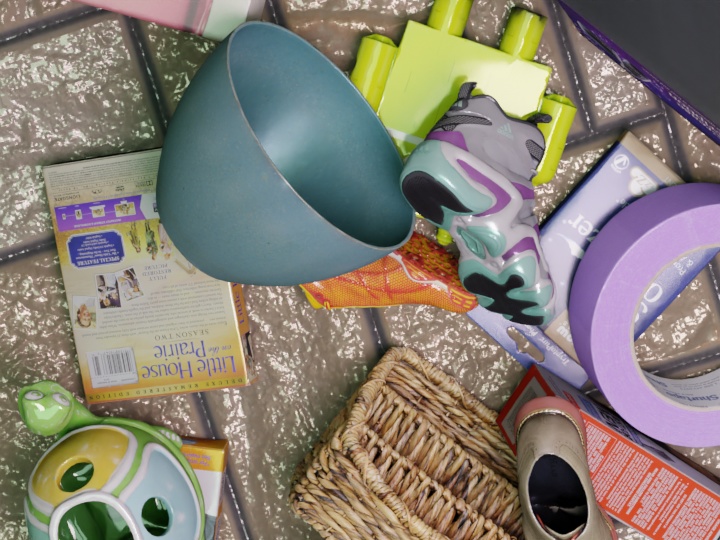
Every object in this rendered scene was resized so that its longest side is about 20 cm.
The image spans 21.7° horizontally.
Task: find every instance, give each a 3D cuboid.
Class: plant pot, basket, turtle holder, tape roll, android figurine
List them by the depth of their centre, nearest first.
[{"bbox_3d":[-0.075,-0.066,1.402,0.135,0.200,0.200,-35,96,26],"label":"plant pot"},{"bbox_3d":[-0.195,0.177,1.463,0.141,0.132,0.186,2,98,3],"label":"turtle holder"},{"bbox_3d":[0.268,0.035,1.478,0.200,0.066,0.200,-3,108,-11],"label":"tape roll"},{"bbox_3d":[0.060,0.177,1.489,0.200,0.143,0.149,39,98,-4],"label":"basket"},{"bbox_3d":[0.075,-0.122,1.499,0.182,0.041,0.200,20,95,-2],"label":"android figurine"}]

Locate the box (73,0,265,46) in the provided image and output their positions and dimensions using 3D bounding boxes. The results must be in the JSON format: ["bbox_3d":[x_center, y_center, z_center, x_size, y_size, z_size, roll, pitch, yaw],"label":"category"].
[{"bbox_3d":[-0.166,-0.259,1.453,0.200,0.109,0.128,15,97,0],"label":"box"}]

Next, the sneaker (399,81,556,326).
[{"bbox_3d":[0.119,-0.061,1.451,0.140,0.078,0.200,-60,136,-28],"label":"sneaker"}]

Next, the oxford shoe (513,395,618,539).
[{"bbox_3d":[0.151,0.196,1.404,0.070,0.075,0.200,-13,116,13],"label":"oxford shoe"}]

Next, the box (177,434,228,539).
[{"bbox_3d":[-0.179,0.234,1.555,0.119,0.041,0.200,6,96,1],"label":"box"}]

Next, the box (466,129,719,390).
[{"bbox_3d":[0.193,0.000,1.518,0.121,0.032,0.200,41,98,-4],"label":"box"}]

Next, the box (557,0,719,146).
[{"bbox_3d":[0.251,-0.161,1.410,0.200,0.141,0.079,42,98,17],"label":"box"}]

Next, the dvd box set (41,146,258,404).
[{"bbox_3d":[-0.169,0.002,1.513,0.146,0.029,0.200,-8,97,17],"label":"dvd box set"}]

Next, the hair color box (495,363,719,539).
[{"bbox_3d":[0.212,0.159,1.489,0.200,0.111,0.064,33,96,-10],"label":"hair color box"}]

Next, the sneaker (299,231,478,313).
[{"bbox_3d":[0.000,0.000,1.513,0.200,0.073,0.077,17,113,6],"label":"sneaker"}]
